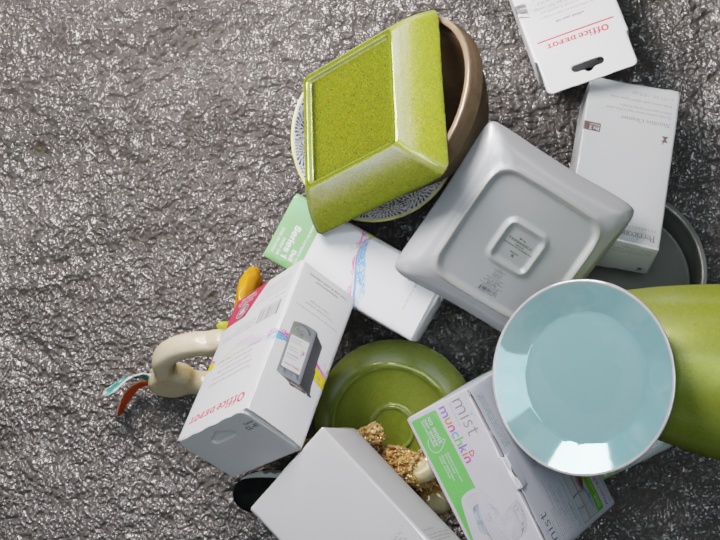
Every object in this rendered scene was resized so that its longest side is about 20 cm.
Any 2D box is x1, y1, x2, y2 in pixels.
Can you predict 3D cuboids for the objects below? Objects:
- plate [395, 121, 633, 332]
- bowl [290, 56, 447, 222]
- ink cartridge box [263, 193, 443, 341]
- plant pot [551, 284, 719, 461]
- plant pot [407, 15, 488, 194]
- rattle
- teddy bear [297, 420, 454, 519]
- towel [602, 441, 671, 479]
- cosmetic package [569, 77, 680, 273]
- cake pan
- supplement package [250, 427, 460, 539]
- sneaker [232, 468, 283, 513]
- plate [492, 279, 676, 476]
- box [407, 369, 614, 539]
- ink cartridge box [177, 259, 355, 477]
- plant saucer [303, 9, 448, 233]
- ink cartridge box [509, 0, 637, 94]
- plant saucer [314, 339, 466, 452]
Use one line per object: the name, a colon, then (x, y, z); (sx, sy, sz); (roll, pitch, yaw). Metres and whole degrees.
plate: (0.168, -0.029, 1.618); (0.198, 0.032, 0.201); (29, 109, -16)
bowl: (0.021, -0.154, 1.767); (0.197, 0.094, 0.204); (0, 87, 6)
ink cartridge box: (0.000, 0.000, 1.733); (0.198, 0.145, 0.085); (30, 90, 7)
plant pot: (0.307, 0.093, 1.602); (0.197, 0.187, 0.190); (9, 87, 11)
plant pot: (0.077, -0.171, 1.648); (0.200, 0.092, 0.204); (-23, 57, 42)
rattle: (-0.216, 0.084, 1.791); (0.198, 0.130, 0.145); (-19, 72, 31)
teddy bear: (0.021, 0.230, 1.696); (0.198, 0.067, 0.145); (-15, 127, 41)
towel: (0.266, 0.158, 1.743); (0.198, 0.048, 0.173); (-26, 83, 4)
cosmetic package: (0.295, -0.109, 1.709); (0.111, 0.081, 0.203); (9, 68, 2)
cake pan: (0.301, 0.002, 1.730); (0.197, 0.037, 0.203); (0, 69, 0)
supplement package: (0.006, 0.277, 1.571); (0.200, 0.120, 0.121); (45, 98, 16)
sneaker: (-0.060, 0.287, 1.679); (0.197, 0.076, 0.088); (11, 53, 16)
plate: (0.232, 0.110, 1.542); (0.198, 0.025, 0.203); (-1, 88, 27)
box: (0.170, 0.211, 1.641); (0.096, 0.176, 0.202); (-29, 86, 34)
ink cartridge box: (-0.102, 0.109, 1.632); (0.085, 0.147, 0.202); (35, 53, -22)
plant saucer: (0.002, -0.167, 1.616); (0.198, 0.048, 0.203); (-24, 59, 40)
ink cartridge box: (0.241, -0.298, 1.747); (0.114, 0.067, 0.203); (-18, 71, 5)
plant saucer: (0.039, 0.184, 1.755); (0.197, 0.031, 0.203); (1, 96, 11)
